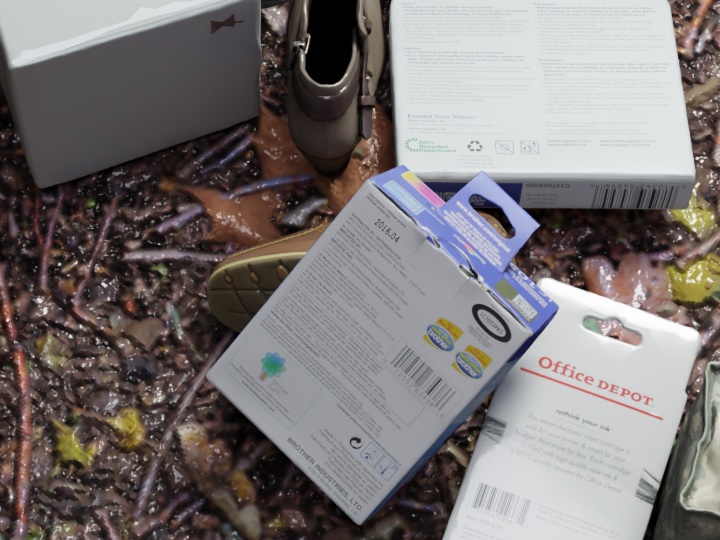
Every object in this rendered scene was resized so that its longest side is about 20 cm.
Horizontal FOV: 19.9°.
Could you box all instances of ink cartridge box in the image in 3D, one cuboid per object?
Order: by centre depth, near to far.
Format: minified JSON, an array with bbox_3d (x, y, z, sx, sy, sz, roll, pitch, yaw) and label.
[{"bbox_3d":[0.023,0.033,1.238,0.136,0.076,0.200,43,111,6],"label":"ink cartridge box"},{"bbox_3d":[0.128,0.119,1.274,0.115,0.067,0.201,19,68,7],"label":"ink cartridge box"},{"bbox_3d":[0.117,-0.129,1.387,0.194,0.043,0.201,0,52,-2],"label":"ink cartridge box"}]

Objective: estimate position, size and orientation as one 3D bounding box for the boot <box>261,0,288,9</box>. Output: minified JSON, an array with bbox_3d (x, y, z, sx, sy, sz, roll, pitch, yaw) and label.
[{"bbox_3d":[-0.081,-0.304,1.385,0.065,0.165,0.201,-4,56,-19],"label":"boot"}]

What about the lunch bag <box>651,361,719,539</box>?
[{"bbox_3d":[0.277,0.156,1.211,0.198,0.164,0.118,14,61,5],"label":"lunch bag"}]

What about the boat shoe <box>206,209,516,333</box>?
[{"bbox_3d":[0.000,0.000,1.327,0.198,0.073,0.068,-7,34,2],"label":"boat shoe"}]

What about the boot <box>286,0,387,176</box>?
[{"bbox_3d":[-0.016,-0.161,1.345,0.069,0.146,0.202,-1,66,-1],"label":"boot"}]

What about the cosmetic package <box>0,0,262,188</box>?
[{"bbox_3d":[-0.171,-0.197,1.343,0.165,0.168,0.201,-18,68,-11],"label":"cosmetic package"}]
